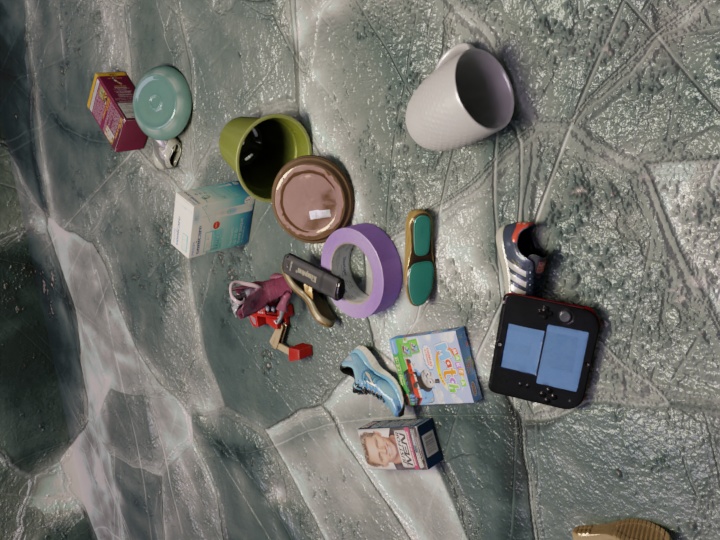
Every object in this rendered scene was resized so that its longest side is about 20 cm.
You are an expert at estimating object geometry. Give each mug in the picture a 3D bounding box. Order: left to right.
[{"bbox_3d":[0.170,-0.320,1.377,0.174,0.145,0.205,-19,59,53],"label":"mug"}]

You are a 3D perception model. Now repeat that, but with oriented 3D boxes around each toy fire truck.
[{"bbox_3d":[-0.213,0.154,1.963,0.197,0.048,0.145,3,104,45],"label":"toy fire truck"}]

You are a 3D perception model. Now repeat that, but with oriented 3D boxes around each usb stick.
[{"bbox_3d":[-0.109,0.013,1.734,0.198,0.032,0.057,26,118,39],"label":"usb stick"}]

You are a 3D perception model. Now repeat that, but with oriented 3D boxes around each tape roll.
[{"bbox_3d":[0.000,0.000,1.688,0.197,0.065,0.205,16,113,41],"label":"tape roll"}]

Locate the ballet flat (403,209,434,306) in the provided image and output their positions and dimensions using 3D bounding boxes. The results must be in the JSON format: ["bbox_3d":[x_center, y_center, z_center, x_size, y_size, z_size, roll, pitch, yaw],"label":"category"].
[{"bbox_3d":[0.120,-0.030,1.571,0.063,0.067,0.205,-139,49,-65],"label":"ballet flat"}]

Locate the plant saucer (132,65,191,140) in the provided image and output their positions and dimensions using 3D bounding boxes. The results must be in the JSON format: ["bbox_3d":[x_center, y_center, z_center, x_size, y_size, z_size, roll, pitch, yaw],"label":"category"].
[{"bbox_3d":[-0.558,-0.463,2.081,0.195,0.036,0.206,2,95,22],"label":"plant saucer"}]

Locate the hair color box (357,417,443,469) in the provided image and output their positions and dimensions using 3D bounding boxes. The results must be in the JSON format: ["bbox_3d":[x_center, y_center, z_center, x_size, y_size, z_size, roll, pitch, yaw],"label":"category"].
[{"bbox_3d":[0.088,0.397,1.722,0.198,0.060,0.102,-16,90,47],"label":"hair color box"}]

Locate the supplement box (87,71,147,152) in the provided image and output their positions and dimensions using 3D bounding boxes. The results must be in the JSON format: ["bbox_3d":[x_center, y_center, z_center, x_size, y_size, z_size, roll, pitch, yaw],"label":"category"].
[{"bbox_3d":[-0.717,-0.475,2.249,0.202,0.102,0.132,55,133,19],"label":"supplement box"}]

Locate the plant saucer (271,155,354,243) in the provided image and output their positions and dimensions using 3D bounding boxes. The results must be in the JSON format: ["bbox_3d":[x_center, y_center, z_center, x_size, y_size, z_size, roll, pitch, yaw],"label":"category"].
[{"bbox_3d":[-0.111,-0.157,1.709,0.195,0.030,0.205,3,106,10],"label":"plant saucer"}]

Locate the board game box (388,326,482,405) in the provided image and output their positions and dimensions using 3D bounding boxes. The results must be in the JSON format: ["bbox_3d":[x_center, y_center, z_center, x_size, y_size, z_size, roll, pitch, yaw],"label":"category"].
[{"bbox_3d":[0.157,0.207,1.611,0.198,0.036,0.155,-14,92,46],"label":"board game box"}]

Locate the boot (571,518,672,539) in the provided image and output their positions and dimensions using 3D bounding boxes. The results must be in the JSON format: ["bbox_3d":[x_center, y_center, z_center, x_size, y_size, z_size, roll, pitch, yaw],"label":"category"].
[{"bbox_3d":[0.491,0.540,1.366,0.198,0.072,0.169,-16,102,45],"label":"boot"}]

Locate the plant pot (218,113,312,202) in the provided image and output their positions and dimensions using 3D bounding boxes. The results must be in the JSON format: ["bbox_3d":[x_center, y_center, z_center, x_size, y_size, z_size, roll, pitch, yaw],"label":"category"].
[{"bbox_3d":[-0.243,-0.285,1.784,0.189,0.196,0.205,31,124,50],"label":"plant pot"}]

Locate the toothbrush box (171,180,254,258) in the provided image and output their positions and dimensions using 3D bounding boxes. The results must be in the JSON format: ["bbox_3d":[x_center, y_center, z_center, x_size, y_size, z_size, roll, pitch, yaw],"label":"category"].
[{"bbox_3d":[-0.378,-0.133,1.937,0.085,0.198,0.149,34,124,33],"label":"toothbrush box"}]

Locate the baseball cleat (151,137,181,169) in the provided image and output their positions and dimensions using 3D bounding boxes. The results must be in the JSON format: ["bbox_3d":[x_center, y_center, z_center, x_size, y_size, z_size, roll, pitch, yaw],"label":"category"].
[{"bbox_3d":[-0.559,-0.391,2.151,0.104,0.069,0.205,3,112,34],"label":"baseball cleat"}]

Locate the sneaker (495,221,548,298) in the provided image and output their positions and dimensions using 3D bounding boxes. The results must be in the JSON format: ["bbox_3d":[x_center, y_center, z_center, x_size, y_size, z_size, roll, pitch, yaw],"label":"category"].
[{"bbox_3d":[0.309,0.009,1.367,0.084,0.074,0.205,-18,89,51],"label":"sneaker"}]

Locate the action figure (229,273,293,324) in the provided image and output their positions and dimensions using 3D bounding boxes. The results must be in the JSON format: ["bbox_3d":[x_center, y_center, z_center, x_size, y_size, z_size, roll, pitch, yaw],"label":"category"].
[{"bbox_3d":[-0.226,0.044,1.851,0.150,0.196,0.136,89,161,-55],"label":"action figure"}]

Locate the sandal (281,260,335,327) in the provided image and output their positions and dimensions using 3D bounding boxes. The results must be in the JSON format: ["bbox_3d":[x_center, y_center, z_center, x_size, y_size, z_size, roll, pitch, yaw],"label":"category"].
[{"bbox_3d":[-0.116,0.046,1.817,0.054,0.080,0.201,-45,70,26],"label":"sandal"}]

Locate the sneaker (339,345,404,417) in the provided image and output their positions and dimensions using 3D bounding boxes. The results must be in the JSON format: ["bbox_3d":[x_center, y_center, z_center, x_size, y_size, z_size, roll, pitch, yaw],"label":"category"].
[{"bbox_3d":[0.026,0.266,1.710,0.200,0.089,0.079,43,153,34],"label":"sneaker"}]

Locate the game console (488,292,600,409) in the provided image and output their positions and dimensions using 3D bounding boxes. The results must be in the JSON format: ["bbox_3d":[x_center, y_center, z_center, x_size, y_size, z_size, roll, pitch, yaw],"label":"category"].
[{"bbox_3d":[0.330,0.147,1.362,0.172,0.031,0.205,9,112,9],"label":"game console"}]
